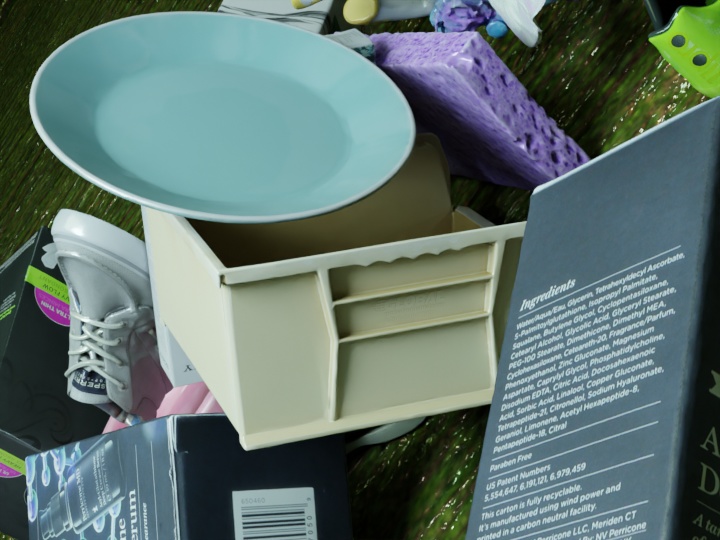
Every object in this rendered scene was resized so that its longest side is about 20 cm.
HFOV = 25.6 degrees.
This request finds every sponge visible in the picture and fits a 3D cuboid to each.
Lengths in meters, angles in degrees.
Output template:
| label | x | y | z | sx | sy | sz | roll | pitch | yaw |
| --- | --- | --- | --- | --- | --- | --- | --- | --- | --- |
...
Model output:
| label | x | y | z | sx | sy | sz | roll | pitch | yaw |
| --- | --- | --- | --- | --- | --- | --- | --- | --- | --- |
| sponge | 0.052 | -0.097 | 0.958 | 0.030 | 0.112 | 0.200 | -51 | 24 | -9 |

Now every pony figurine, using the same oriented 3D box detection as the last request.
| label | x | y | z | sx | sy | sz | roll | pitch | yaw |
| --- | --- | --- | --- | --- | --- | --- | --- | --- | --- |
| pony figurine | 0.055 | -0.197 | 0.924 | 0.193 | 0.200 | 0.167 | 34 | -126 | -77 |

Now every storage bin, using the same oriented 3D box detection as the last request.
| label | x | y | z | sx | sy | sz | roll | pitch | yaw |
| --- | --- | --- | --- | --- | --- | --- | --- | --- | --- |
| storage bin | 0.000 | 0.000 | 0.842 | 0.200 | 0.198 | 0.094 | -140 | 43 | -65 |

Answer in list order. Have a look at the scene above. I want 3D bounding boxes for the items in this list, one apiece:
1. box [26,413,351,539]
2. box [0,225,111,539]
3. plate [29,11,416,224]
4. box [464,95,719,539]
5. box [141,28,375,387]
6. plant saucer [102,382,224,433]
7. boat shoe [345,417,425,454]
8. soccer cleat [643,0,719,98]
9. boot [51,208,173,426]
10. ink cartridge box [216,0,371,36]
| label | x | y | z | sx | sy | sz | roll | pitch | yaw |
| --- | --- | --- | --- | --- | --- | --- | --- | --- | --- |
| box | -0.099 | 0.164 | 0.887 | 0.200 | 0.107 | 0.149 | -21 | 71 | 55 |
| box | -0.244 | 0.098 | 1.258 | 0.124 | 0.148 | 0.200 | -36 | 33 | 38 |
| plate | -0.071 | -0.077 | 0.826 | 0.200 | 0.200 | 0.026 | -96 | 14 | -52 |
| box | 0.134 | 0.067 | 0.581 | 0.107 | 0.148 | 0.200 | -29 | 39 | 48 |
| box | -0.058 | -0.035 | 0.950 | 0.036 | 0.144 | 0.200 | -128 | 30 | -57 |
| plant saucer | -0.117 | 0.094 | 1.120 | 0.201 | 0.051 | 0.201 | -46 | 20 | 22 |
| boat shoe | -0.033 | 0.088 | 0.976 | 0.201 | 0.061 | 0.072 | -36 | 35 | 41 |
| soccer cleat | 0.178 | -0.170 | 0.838 | 0.068 | 0.081 | 0.200 | -41 | 30 | 34 |
| boot | -0.157 | 0.041 | 1.014 | 0.073 | 0.200 | 0.096 | 17 | 72 | 21 |
| ink cartridge box | -0.055 | -0.111 | 1.095 | 0.084 | 0.146 | 0.200 | 7 | 49 | 16 |
